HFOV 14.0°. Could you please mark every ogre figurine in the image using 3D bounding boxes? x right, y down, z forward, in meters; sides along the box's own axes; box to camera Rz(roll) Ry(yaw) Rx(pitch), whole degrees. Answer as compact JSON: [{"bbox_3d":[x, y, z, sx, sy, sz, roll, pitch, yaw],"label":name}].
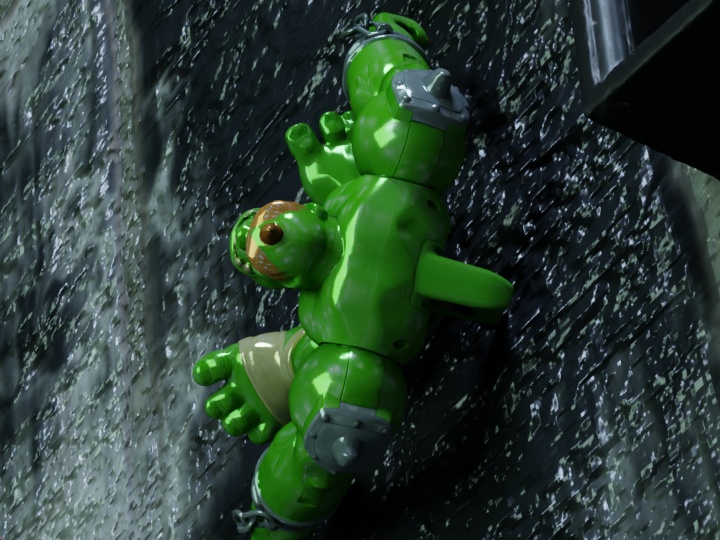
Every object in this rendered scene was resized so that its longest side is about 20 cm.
[{"bbox_3d":[0.000,0.000,1.051,0.200,0.098,0.120,-57,8,-12],"label":"ogre figurine"}]

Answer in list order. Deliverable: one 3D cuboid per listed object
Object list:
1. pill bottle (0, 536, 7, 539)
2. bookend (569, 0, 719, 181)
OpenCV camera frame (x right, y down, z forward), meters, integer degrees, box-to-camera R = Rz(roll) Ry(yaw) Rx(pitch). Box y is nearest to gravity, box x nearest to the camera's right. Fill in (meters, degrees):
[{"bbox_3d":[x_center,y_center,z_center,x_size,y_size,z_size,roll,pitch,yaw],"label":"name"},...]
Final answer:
[{"bbox_3d":[-0.136,0.169,1.139,0.200,0.114,0.114,13,82,61],"label":"pill bottle"},{"bbox_3d":[0.154,-0.157,0.884,0.200,0.092,0.199,-42,38,39],"label":"bookend"}]
